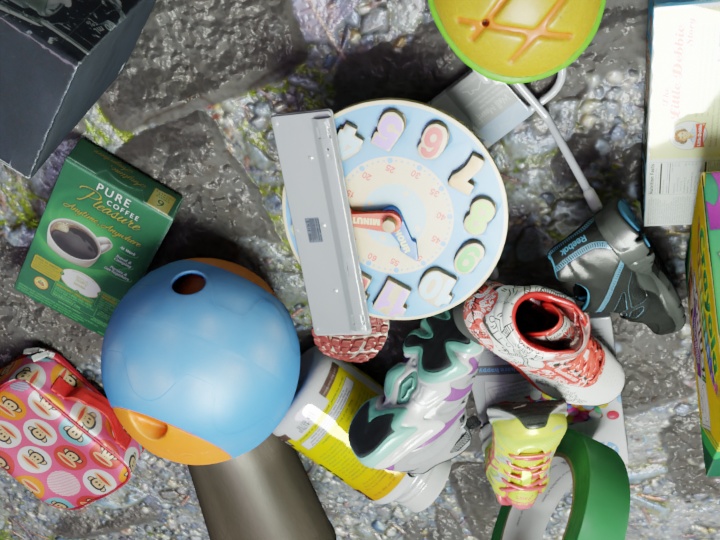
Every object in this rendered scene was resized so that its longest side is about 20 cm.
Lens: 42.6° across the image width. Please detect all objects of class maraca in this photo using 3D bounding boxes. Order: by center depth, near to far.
[{"bbox_3d":[0.107,-0.240,0.685,0.135,0.107,0.203,-20,106,10],"label":"maraca"}]

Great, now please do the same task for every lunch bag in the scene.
[{"bbox_3d":[-0.364,0.192,1.122,0.174,0.083,0.201,-29,115,29],"label":"lunch bag"}]

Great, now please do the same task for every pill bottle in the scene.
[{"bbox_3d":[0.002,0.179,1.012,0.199,0.110,0.109,37,125,-14],"label":"pill bottle"}]

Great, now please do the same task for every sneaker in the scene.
[{"bbox_3d":[0.232,0.008,0.828,0.081,0.074,0.200,-30,139,18],"label":"sneaker"},{"bbox_3d":[0.184,0.073,0.829,0.199,0.068,0.108,30,169,-19],"label":"sneaker"},{"bbox_3d":[0.159,0.180,0.890,0.076,0.092,0.201,-3,158,2],"label":"sneaker"},{"bbox_3d":[0.000,0.000,0.894,0.076,0.083,0.204,11,119,4],"label":"sneaker"},{"bbox_3d":[0.090,0.126,0.934,0.139,0.078,0.201,29,107,-41],"label":"sneaker"}]

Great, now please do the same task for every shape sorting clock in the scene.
[{"bbox_3d":[0.028,-0.046,0.791,0.195,0.039,0.204,5,121,9],"label":"shape sorting clock"}]

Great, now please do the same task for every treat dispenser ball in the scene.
[{"bbox_3d":[-0.158,0.089,0.925,0.196,0.203,0.204,6,128,8],"label":"treat dispenser ball"}]

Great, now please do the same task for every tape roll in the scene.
[{"bbox_3d":[0.193,0.261,0.922,0.047,0.202,0.202,25,128,-7],"label":"tape roll"}]

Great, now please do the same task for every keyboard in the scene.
[{"bbox_3d":[-0.032,-0.036,0.790,0.055,0.011,0.204,0,114,25],"label":"keyboard"}]

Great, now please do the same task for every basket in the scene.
[{"bbox_3d":[-0.130,0.245,1.079,0.178,0.136,0.204,10,127,40],"label":"basket"}]

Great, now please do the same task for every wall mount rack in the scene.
[{"bbox_3d":[0.110,-0.098,0.806,0.199,0.075,0.173,-34,114,32],"label":"wall mount rack"}]

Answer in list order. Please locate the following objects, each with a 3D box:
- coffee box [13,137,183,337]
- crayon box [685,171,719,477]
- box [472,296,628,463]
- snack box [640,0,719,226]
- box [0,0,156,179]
[{"bbox_3d":[-0.275,-0.027,0.964,0.121,0.044,0.201,28,127,-10],"label":"coffee box"},{"bbox_3d":[0.305,0.049,0.754,0.057,0.204,0.173,-4,155,15],"label":"crayon box"},{"bbox_3d":[0.195,0.122,0.971,0.152,0.042,0.203,-5,126,17],"label":"box"},{"bbox_3d":[0.294,-0.132,0.763,0.113,0.037,0.203,-1,126,12],"label":"snack box"},{"bbox_3d":[-0.287,-0.213,0.730,0.195,0.202,0.124,33,126,-13],"label":"box"}]
